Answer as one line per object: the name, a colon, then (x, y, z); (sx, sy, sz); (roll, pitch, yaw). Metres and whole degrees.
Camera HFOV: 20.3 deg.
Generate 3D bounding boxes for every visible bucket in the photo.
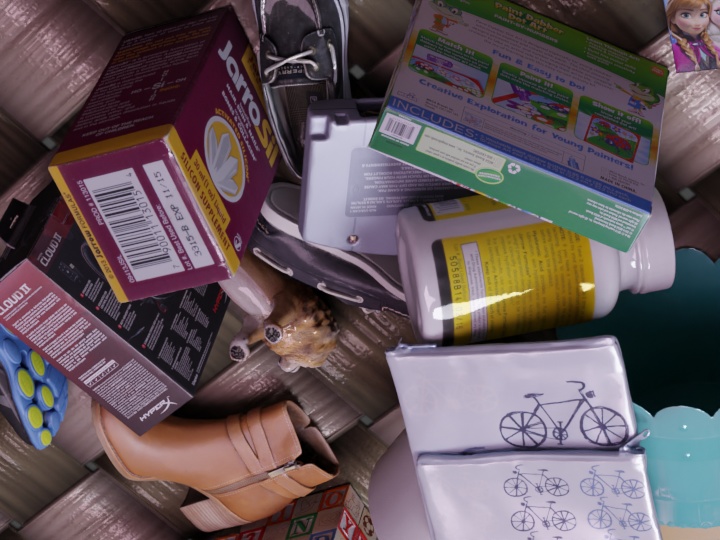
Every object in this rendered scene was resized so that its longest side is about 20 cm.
bucket: (0.259, 0.093, 1.572); (0.207, 0.207, 0.135); (-2, 127, 14)

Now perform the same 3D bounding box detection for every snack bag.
snack bag: (0.125, 0.138, 1.505); (0.188, 0.021, 0.200); (-4, 115, 21)

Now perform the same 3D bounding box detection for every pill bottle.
pill bottle: (0.133, -0.009, 1.535); (0.200, 0.111, 0.111); (-10, 126, -5)

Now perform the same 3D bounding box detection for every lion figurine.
lion figurine: (-0.098, 0.007, 1.662); (0.072, 0.122, 0.200); (-35, 97, 26)

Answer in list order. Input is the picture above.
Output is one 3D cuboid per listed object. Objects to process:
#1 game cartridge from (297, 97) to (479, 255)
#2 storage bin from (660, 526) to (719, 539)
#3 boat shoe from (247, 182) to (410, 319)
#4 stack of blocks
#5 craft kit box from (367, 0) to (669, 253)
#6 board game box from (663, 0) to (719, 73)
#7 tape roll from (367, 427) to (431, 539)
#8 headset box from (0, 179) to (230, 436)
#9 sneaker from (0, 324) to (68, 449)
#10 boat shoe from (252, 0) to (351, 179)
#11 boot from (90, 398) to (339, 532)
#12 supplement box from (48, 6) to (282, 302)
game cartridge: (0.052, -0.073, 1.559); (0.200, 0.041, 0.134); (-2, 125, -12)
storage bin: (0.337, 0.259, 1.739); (0.200, 0.094, 0.199); (1, 126, 13)
boat shoe: (0.000, 0.000, 1.639); (0.200, 0.074, 0.060); (25, 127, -2)
stack of blocks: (-0.092, 0.277, 1.839); (0.200, 0.115, 0.059); (-18, 120, 25)
craft kit box: (0.119, -0.119, 1.445); (0.200, 0.198, 0.049); (23, 131, -3)
board game box: (0.305, -0.243, 1.406); (0.200, 0.043, 0.199); (-6, 123, 17)
tape roll: (0.124, 0.180, 1.663); (0.202, 0.203, 0.139); (31, 127, -10)
headset box: (-0.214, 0.014, 1.652); (0.200, 0.149, 0.075); (41, 124, -19)
sneaker: (-0.331, 0.075, 1.783); (0.083, 0.071, 0.200); (-14, 122, 38)
boat shoe: (-0.043, -0.160, 1.531); (0.072, 0.071, 0.200); (-4, 125, 16)
boot: (-0.128, 0.151, 1.776); (0.155, 0.077, 0.200); (-25, 120, 30)
supplement box: (-0.140, -0.089, 1.524); (0.103, 0.200, 0.131); (-13, 122, 21)
